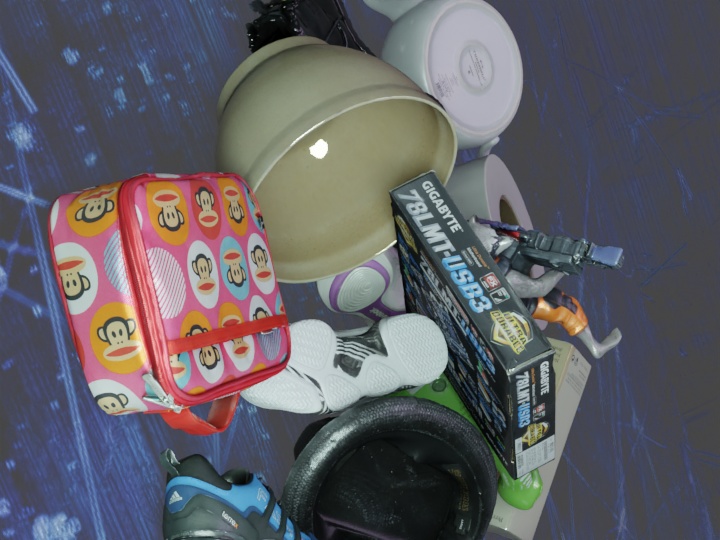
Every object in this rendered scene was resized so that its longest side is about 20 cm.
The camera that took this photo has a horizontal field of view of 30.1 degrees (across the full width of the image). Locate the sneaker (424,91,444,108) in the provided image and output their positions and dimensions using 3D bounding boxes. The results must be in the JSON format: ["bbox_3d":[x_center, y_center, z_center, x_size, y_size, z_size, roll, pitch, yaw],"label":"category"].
[{"bbox_3d":[0.029,-0.102,1.426,0.075,0.081,0.200,47,50,-23],"label":"sneaker"}]

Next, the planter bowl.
[{"bbox_3d":[-0.039,-0.106,1.103,0.135,0.200,0.200,54,8,32],"label":"planter bowl"}]

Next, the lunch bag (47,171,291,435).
[{"bbox_3d":[-0.121,0.025,0.905,0.200,0.082,0.177,-13,90,-69],"label":"lunch bag"}]

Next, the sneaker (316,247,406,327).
[{"bbox_3d":[0.000,0.000,1.293,0.200,0.075,0.100,51,15,-56],"label":"sneaker"}]

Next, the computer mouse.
[{"bbox_3d":[0.030,-0.075,1.264,0.044,0.109,0.200,-51,143,-12],"label":"computer mouse"}]

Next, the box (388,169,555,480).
[{"bbox_3d":[0.094,0.049,1.118,0.200,0.049,0.199,57,-13,32],"label":"box"}]

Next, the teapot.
[{"bbox_3d":[0.092,-0.231,1.620,0.197,0.146,0.201,19,75,-36],"label":"teapot"}]

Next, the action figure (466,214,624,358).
[{"bbox_3d":[0.156,0.023,1.211,0.193,0.200,0.105,44,69,-32],"label":"action figure"}]

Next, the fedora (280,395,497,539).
[{"bbox_3d":[0.011,0.175,1.084,0.092,0.200,0.201,36,-22,58],"label":"fedora"}]

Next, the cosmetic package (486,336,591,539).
[{"bbox_3d":[0.152,0.167,1.375,0.073,0.103,0.201,43,64,-55],"label":"cosmetic package"}]

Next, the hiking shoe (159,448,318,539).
[{"bbox_3d":[-0.067,0.179,0.923,0.200,0.074,0.087,38,40,-59],"label":"hiking shoe"}]

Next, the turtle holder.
[{"bbox_3d":[0.095,0.133,1.262,0.132,0.184,0.141,77,31,-57],"label":"turtle holder"}]

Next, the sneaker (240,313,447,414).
[{"bbox_3d":[-0.033,0.086,1.105,0.199,0.115,0.076,-7,77,-36],"label":"sneaker"}]

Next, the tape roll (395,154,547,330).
[{"bbox_3d":[0.111,-0.013,1.480,0.203,0.138,0.204,-17,90,-70],"label":"tape roll"}]

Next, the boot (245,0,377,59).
[{"bbox_3d":[-0.036,-0.197,1.327,0.199,0.073,0.163,63,22,-20],"label":"boot"}]
